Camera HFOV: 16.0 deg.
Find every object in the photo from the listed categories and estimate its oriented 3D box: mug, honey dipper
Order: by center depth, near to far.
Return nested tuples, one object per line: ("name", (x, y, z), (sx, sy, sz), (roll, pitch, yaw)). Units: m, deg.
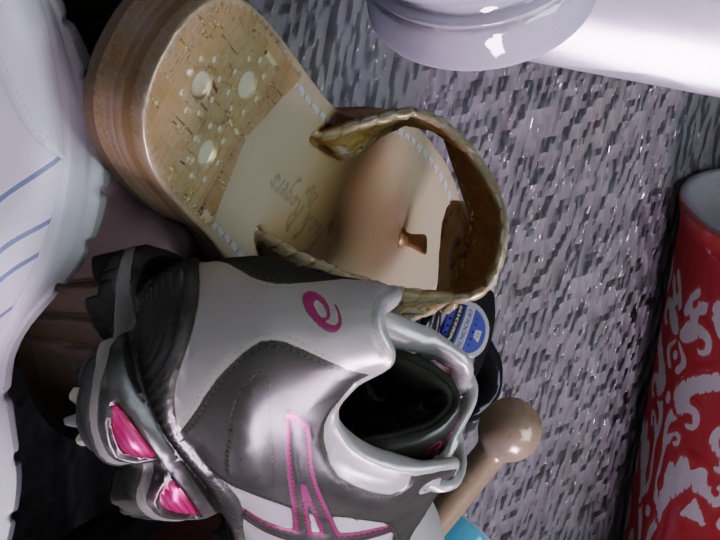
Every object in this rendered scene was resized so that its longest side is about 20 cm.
("honey dipper", (-0.003, 0.125, 0.896), (0.200, 0.038, 0.038), (-50, 153, 6))
("mug", (0.208, 0.063, 1.246), (0.177, 0.133, 0.201), (-21, 127, -55))

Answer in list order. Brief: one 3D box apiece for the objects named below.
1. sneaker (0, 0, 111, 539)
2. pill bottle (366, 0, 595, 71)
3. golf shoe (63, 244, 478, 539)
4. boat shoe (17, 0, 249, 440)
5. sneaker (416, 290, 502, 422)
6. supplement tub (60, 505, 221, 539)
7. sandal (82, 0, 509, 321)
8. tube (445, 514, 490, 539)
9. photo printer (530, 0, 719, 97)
("sneaker", (-0.121, 0.006, 0.647), (0.087, 0.074, 0.201), (-9, 113, -55))
("pill bottle", (0.026, -0.161, 0.778), (0.113, 0.112, 0.200), (-52, 147, -35))
("golf shoe", (-0.004, 0.057, 0.710), (0.200, 0.088, 0.077), (49, 40, -58))
("boat shoe", (-0.062, -0.038, 0.732), (0.065, 0.073, 0.200), (-96, -167, -52))
("sneaker", (0.000, 0.000, 0.850), (0.079, 0.089, 0.200), (-68, 153, -11))
("supplement tub", (-0.099, 0.151, 0.735), (0.200, 0.107, 0.107), (-35, 135, -50))
("sandal", (0.004, -0.012, 0.698), (0.078, 0.070, 0.212), (-64, 151, -6))
("tube", (-0.019, 0.176, 0.977), (0.200, 0.050, 0.078), (-54, 141, -22))
("photo printer", (0.126, -0.142, 0.899), (0.070, 0.199, 0.167), (-93, -164, -60))
